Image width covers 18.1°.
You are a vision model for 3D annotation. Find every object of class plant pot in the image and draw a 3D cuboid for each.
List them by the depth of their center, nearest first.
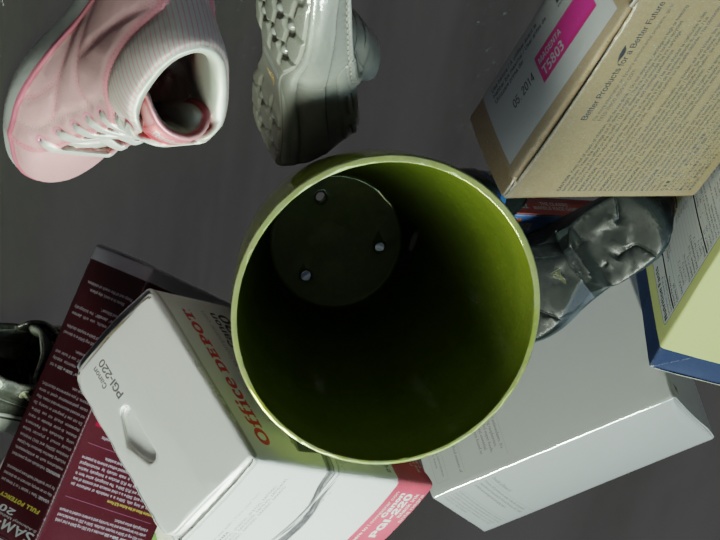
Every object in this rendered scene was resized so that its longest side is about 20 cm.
[{"bbox_3d":[0.000,0.000,1.423,0.186,0.200,0.189,-2,105,-9],"label":"plant pot"}]

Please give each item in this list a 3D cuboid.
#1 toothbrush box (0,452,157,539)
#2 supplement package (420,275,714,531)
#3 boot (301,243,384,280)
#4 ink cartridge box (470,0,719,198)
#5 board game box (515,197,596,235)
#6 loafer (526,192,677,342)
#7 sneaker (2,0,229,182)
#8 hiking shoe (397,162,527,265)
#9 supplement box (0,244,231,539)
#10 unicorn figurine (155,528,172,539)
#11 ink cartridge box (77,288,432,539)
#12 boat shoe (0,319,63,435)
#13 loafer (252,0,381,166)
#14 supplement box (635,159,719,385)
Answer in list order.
[{"bbox_3d":[-0.211,0.242,1.653,0.146,0.086,0.200,-63,148,-10],"label":"toothbrush box"},{"bbox_3d":[0.147,0.098,1.724,0.199,0.122,0.120,-24,153,15],"label":"supplement package"},{"bbox_3d":[-0.031,0.060,1.600,0.073,0.096,0.200,4,140,-37],"label":"boot"},{"bbox_3d":[0.188,-0.136,1.467,0.164,0.075,0.200,0,143,-31],"label":"ink cartridge box"},{"bbox_3d":[0.117,-0.014,1.658,0.199,0.020,0.103,2,142,-35],"label":"board game box"},{"bbox_3d":[0.142,-0.001,1.614,0.199,0.073,0.072,-26,-176,28],"label":"loafer"},{"bbox_3d":[-0.139,-0.093,1.292,0.075,0.105,0.200,2,142,-38],"label":"sneaker"},{"bbox_3d":[0.062,0.022,1.557,0.086,0.074,0.201,0,120,-29],"label":"hiking shoe"},{"bbox_3d":[-0.163,0.097,1.501,0.109,0.061,0.201,29,83,-52],"label":"supplement box"},{"bbox_3d":[-0.101,0.181,1.607,0.199,0.137,0.074,13,110,-46],"label":"unicorn figurine"},{"bbox_3d":[-0.066,0.101,1.443,0.085,0.146,0.199,-47,149,21],"label":"ink cartridge box"},{"bbox_3d":[-0.217,0.071,1.519,0.199,0.071,0.064,6,136,-41],"label":"boat shoe"},{"bbox_3d":[-0.023,-0.135,1.344,0.069,0.070,0.200,-19,157,-16],"label":"loafer"},{"bbox_3d":[0.322,-0.022,1.592,0.199,0.135,0.200,15,131,-14],"label":"supplement box"}]
